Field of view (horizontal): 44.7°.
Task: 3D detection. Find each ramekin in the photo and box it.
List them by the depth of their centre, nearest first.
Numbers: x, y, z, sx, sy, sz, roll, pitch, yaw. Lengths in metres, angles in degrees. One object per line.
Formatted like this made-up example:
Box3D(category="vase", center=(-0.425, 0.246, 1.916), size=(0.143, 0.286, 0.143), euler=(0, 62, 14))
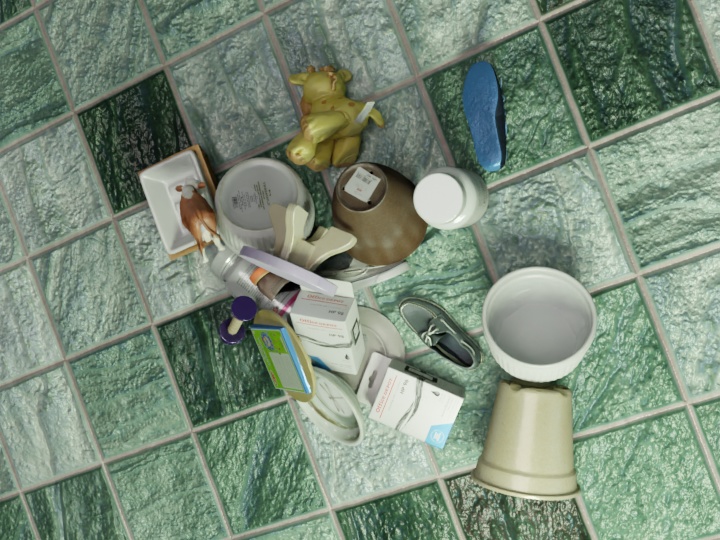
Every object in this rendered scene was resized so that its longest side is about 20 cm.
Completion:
Box3D(category="ramekin", center=(0.318, 0.104, 1.574), size=(0.199, 0.105, 0.201), euler=(-4, 59, 6))
Box3D(category="ramekin", center=(-0.192, -0.126, 1.718), size=(0.199, 0.105, 0.201), euler=(-1, 69, 2))

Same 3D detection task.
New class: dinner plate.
Box3D(category="dinner plate", center=(-0.007, 0.173, 1.776), size=(0.199, 0.024, 0.201), euler=(2, 95, 17))

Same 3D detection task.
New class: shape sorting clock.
Box3D(category="shape sorting clock", center=(-0.147, 0.165, 1.703), size=(0.200, 0.039, 0.201), euler=(34, 139, 36))

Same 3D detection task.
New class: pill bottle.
Box3D(category="pill bottle", center=(0.162, -0.132, 1.596), size=(0.114, 0.200, 0.115), euler=(2, 95, 18))
Box3D(category="pill bottle", center=(-0.200, 0.028, 1.777), size=(0.200, 0.113, 0.114), euler=(39, 106, 10))

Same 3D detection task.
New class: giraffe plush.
Box3D(category="giraffe plush", center=(-0.067, -0.313, 1.691), size=(0.200, 0.172, 0.163), euler=(-42, 61, 28))

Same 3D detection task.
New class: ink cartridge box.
Box3D(category="ink cartridge box", center=(-0.065, 0.106, 1.683), size=(0.115, 0.067, 0.200), euler=(8, 137, 18))
Box3D(category="ink cartridge box", center=(0.092, 0.252, 1.714), size=(0.199, 0.068, 0.116), euler=(22, 102, 7))

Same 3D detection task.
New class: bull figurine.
Box3D(category="bull figurine", center=(-0.311, -0.101, 1.691), size=(0.065, 0.200, 0.122), euler=(-19, 116, -5))

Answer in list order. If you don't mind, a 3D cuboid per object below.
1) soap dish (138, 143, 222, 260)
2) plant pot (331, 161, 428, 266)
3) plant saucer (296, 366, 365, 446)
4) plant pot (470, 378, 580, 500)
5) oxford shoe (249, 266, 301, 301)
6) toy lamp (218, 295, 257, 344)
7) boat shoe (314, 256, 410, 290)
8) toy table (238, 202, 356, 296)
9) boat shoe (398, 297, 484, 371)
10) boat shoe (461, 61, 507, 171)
Box3D(category="soap dish", center=(-0.360, -0.142, 1.829), size=(0.157, 0.081, 0.201), euler=(-21, 89, 19))
Box3D(category="plant pot", center=(0.021, -0.123, 1.617), size=(0.186, 0.200, 0.188), euler=(-3, 76, 11))
Box3D(category="plant saucer", center=(-0.056, 0.259, 1.752), size=(0.200, 0.050, 0.201), euler=(32, 145, 26))
Box3D(category="plant pot", center=(0.309, 0.298, 1.599), size=(0.200, 0.200, 0.184), euler=(6, 92, 17))
Box3D(category="oxford shoe", center=(-0.121, 0.001, 1.717), size=(0.073, 0.200, 0.071), euler=(51, 145, 14))
Box3D(category="toy lamp", center=(-0.251, 0.107, 1.773), size=(0.058, 0.200, 0.058), euler=(6, 69, -17))
Box3D(category="boat shoe", center=(0.000, 0.000, 1.735), size=(0.199, 0.072, 0.066), euler=(-16, 94, 26))
Box3D(category="toy table", center=(-0.111, -0.042, 1.583), size=(0.199, 0.184, 0.117), euler=(24, 84, 13))
Box3D(category="boat shoe", center=(0.153, 0.122, 1.697), size=(0.200, 0.062, 0.073), euler=(39, 106, 11))
Box3D(category="boat shoe", center=(0.232, -0.285, 1.631), size=(0.084, 0.069, 0.201), euler=(0, 95, 27))
